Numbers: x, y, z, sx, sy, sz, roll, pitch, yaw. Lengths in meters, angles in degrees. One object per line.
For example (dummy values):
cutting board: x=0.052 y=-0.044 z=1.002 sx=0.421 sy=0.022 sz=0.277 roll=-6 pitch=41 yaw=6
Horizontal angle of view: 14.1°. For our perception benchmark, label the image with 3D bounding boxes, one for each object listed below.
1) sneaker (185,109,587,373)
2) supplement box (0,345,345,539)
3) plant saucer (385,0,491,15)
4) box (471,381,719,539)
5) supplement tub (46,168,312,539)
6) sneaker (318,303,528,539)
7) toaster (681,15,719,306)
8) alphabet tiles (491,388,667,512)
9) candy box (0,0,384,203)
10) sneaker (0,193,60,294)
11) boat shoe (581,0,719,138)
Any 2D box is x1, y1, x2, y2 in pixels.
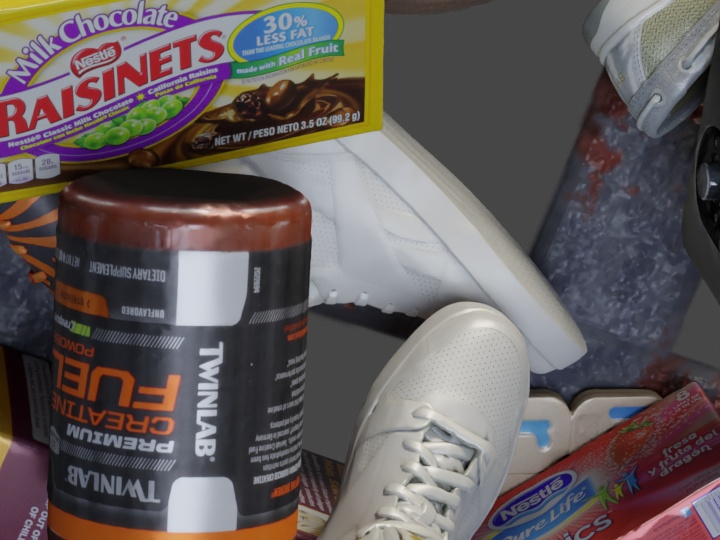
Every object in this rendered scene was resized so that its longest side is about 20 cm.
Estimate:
sneaker: x=0.000 y=0.000 z=1.325 sx=0.200 sy=0.074 sz=0.116 roll=43 pitch=101 yaw=-12
supplement box: x=-0.095 y=0.117 z=1.328 sx=0.200 sy=0.110 sz=0.086 roll=21 pitch=106 yaw=-17
plant saucer: x=0.030 y=-0.204 z=1.269 sx=0.200 sy=0.032 sz=0.201 roll=-4 pitch=111 yaw=-9
box: x=0.108 y=0.157 z=1.372 sx=0.200 sy=0.095 sz=0.103 roll=-32 pitch=113 yaw=4
supplement tub: x=-0.075 y=0.063 z=1.204 sx=0.107 sy=0.107 sz=0.200 roll=1 pitch=100 yaw=-10
sneaker: x=0.028 y=0.107 z=1.231 sx=0.074 sy=0.116 sz=0.200 roll=29 pitch=82 yaw=-14
toaster: x=0.248 y=-0.057 z=1.239 sx=0.200 sy=0.119 sz=0.181 roll=0 pitch=125 yaw=-10
alphabet tiles: x=0.095 y=0.151 z=1.427 sx=0.195 sy=0.015 sz=0.200 roll=-1 pitch=111 yaw=-9
candy box: x=-0.087 y=-0.085 z=1.211 sx=0.200 sy=0.026 sz=0.102 roll=-12 pitch=131 yaw=-13
sneaker: x=-0.158 y=-0.033 z=1.286 sx=0.112 sy=0.078 sz=0.200 roll=-18 pitch=102 yaw=2
boat shoe: x=0.198 y=-0.134 z=1.291 sx=0.202 sy=0.074 sz=0.065 roll=-29 pitch=75 yaw=6
